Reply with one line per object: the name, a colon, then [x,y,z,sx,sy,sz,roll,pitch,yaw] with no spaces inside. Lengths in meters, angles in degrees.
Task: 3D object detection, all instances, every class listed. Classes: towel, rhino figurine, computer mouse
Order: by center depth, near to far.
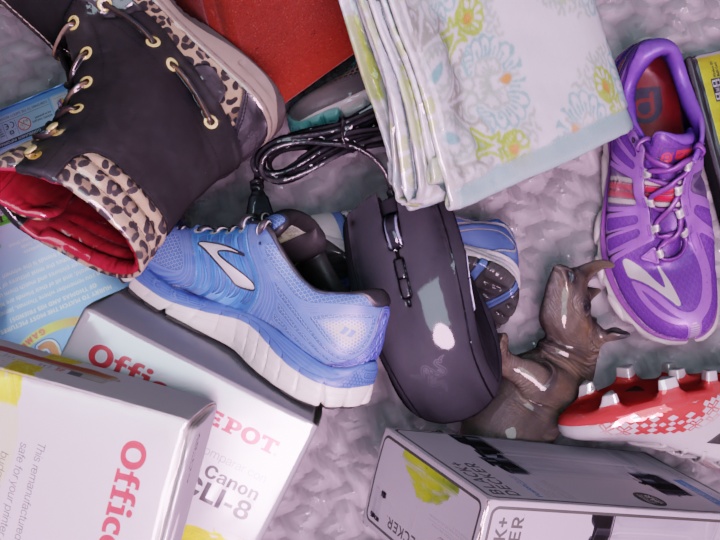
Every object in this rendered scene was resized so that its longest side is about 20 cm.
towel: [0.074,-0.137,0.746,0.200,0.048,0.172,-24,101,-42]
computer mouse: [0.000,0.000,0.765,0.140,0.046,0.201,-12,90,16]
rhino figurine: [0.103,0.075,0.821,0.087,0.060,0.200,38,82,-19]

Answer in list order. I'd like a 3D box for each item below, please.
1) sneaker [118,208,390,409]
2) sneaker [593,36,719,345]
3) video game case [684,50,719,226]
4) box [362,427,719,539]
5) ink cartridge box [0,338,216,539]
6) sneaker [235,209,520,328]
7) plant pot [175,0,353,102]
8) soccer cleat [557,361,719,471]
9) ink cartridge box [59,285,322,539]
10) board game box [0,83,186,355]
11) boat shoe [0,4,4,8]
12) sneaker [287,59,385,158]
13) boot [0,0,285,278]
sneaker: [-0.063,-0.002,0.751,0.200,0.078,0.089,29,102,23]
sneaker: [0.189,-0.052,0.831,0.080,0.083,0.201,-8,83,-2]
video game case: [0.325,-0.064,0.863,0.180,0.026,0.201,-13,83,-2]
box: [0.116,0.143,0.741,0.199,0.117,0.060,9,99,-28]
ink cartridge box: [-0.186,0.111,0.635,0.199,0.083,0.146,15,93,3]
sneaker: [0.007,-0.004,0.837,0.199,0.077,0.076,7,126,13]
plant pot: [-0.061,-0.252,0.784,0.199,0.176,0.200,-36,66,-6]
soccer cleat: [0.219,0.097,0.803,0.199,0.069,0.086,-8,97,-16]
ink cartridge box: [-0.127,0.130,0.750,0.145,0.145,0.201,27,92,-2]
board game box: [-0.188,-0.015,0.845,0.151,0.037,0.201,-23,82,-3]
boat shoe: [-0.212,-0.197,0.845,0.200,0.062,0.075,39,78,21]
sneaker: [0.035,-0.146,0.857,0.199,0.078,0.091,-26,69,-9]
boot: [-0.157,-0.097,0.722,0.200,0.073,0.151,36,53,-5]
